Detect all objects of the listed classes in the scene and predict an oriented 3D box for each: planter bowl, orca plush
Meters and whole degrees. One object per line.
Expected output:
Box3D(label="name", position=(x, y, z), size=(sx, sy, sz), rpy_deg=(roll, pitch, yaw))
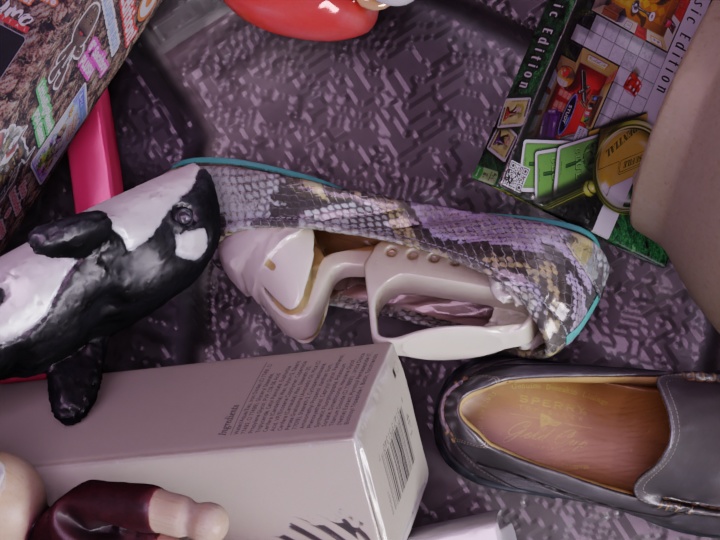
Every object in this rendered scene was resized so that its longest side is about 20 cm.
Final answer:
Box3D(label="planter bowl", position=(0.189, -0.045, 1.154), size=(0.135, 0.200, 0.200), rpy_deg=(24, 89, 14))
Box3D(label="orca plush", position=(-0.131, 0.029, 1.163), size=(0.200, 0.105, 0.071), rpy_deg=(-27, 84, -38))

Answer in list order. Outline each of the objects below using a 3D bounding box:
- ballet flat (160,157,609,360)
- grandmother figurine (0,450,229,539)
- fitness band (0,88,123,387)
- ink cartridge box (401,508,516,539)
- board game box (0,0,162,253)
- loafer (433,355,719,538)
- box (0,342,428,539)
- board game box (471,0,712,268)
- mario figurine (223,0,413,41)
Box3D(label="ballet flat", position=(0.000, 0.000, 1.210), size=(0.200, 0.072, 0.072), rpy_deg=(10, 88, 15))
Box3D(label="grandmother figurine", position=(-0.086, 0.121, 1.133), size=(0.200, 0.061, 0.121), rpy_deg=(27, 121, -3))
Box3D(label="fitness band", position=(-0.175, -0.035, 1.262), size=(0.144, 0.037, 0.200), rpy_deg=(-8, 87, 2))
Box3D(label="ink cartridge box", position=(-0.022, 0.191, 1.209), size=(0.200, 0.086, 0.146), rpy_deg=(-13, 85, 5))
Box3D(label="board game box", position=(-0.177, -0.127, 1.197), size=(0.159, 0.097, 0.200), rpy_deg=(28, 73, 10))
Box3D(label="loafer", position=(0.128, 0.074, 1.208), size=(0.200, 0.072, 0.073), rpy_deg=(3, 86, 5))
Box3D(label="box", position=(-0.080, 0.085, 1.192), size=(0.200, 0.082, 0.068), rpy_deg=(-6, 116, 18))
Box3D(label="board game box", position=(0.127, -0.111, 1.213), size=(0.023, 0.105, 0.200), rpy_deg=(22, 89, 51))
Box3D(label="mario figurine", position=(0.020, -0.176, 1.211), size=(0.200, 0.123, 0.106), rpy_deg=(-37, 97, -2))
